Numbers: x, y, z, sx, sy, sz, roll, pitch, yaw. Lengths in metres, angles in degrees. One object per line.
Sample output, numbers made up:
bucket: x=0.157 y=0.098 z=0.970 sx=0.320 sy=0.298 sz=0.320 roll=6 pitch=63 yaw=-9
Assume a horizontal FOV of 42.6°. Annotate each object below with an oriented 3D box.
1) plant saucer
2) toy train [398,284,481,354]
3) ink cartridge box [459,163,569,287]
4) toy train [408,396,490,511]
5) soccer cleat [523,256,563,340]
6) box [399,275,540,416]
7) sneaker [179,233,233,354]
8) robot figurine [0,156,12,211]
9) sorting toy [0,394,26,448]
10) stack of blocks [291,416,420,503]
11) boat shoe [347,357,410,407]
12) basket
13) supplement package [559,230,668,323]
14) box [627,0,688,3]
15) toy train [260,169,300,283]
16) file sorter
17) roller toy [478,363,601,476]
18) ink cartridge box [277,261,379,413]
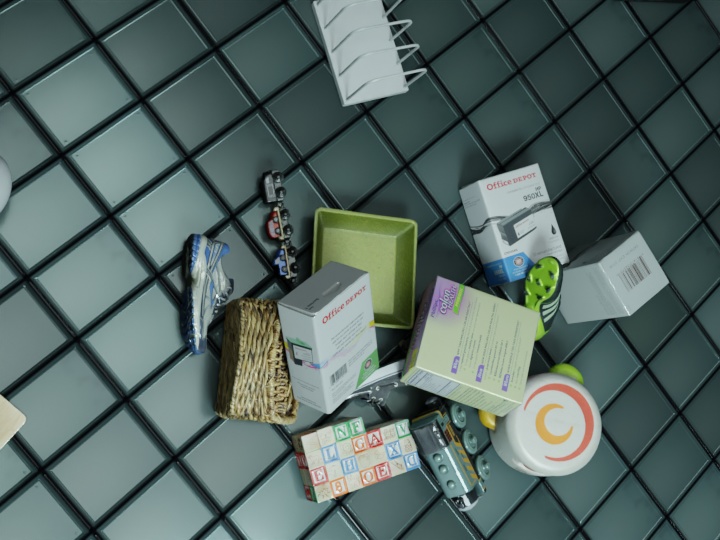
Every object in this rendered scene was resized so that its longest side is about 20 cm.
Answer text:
plant saucer: x=0.000 y=0.000 z=1.654 sx=0.199 sy=0.048 sz=0.201 roll=6 pitch=80 yaw=-21
toy train: x=0.144 y=0.092 z=1.700 sx=0.200 sy=0.046 sz=0.034 roll=-36 pitch=80 yaw=-24
ink cartridge box: x=0.292 y=-0.087 z=1.762 sx=0.144 sy=0.084 sz=0.201 roll=-17 pitch=89 yaw=-23
toy train: x=0.158 y=0.324 z=1.630 sx=0.201 sy=0.085 sz=0.114 roll=64 pitch=29 yaw=-4
soccer cleat: x=0.345 y=0.046 z=1.728 sx=0.081 sy=0.201 sz=0.067 roll=-27 pitch=52 yaw=-34
box: x=0.192 y=0.134 z=1.616 sx=0.199 sy=0.097 sz=0.177 roll=20 pitch=65 yaw=-7
sneaker: x=-0.249 y=0.040 z=1.537 sx=0.085 sy=0.077 sz=0.202 roll=6 pitch=81 yaw=-25
robot figurine: x=-0.628 y=-0.147 z=1.389 sx=0.199 sy=0.151 sz=0.125 roll=23 pitch=38 yaw=-16
sorting toy: x=-0.635 y=0.231 z=1.358 sx=0.199 sy=0.070 sz=0.200 roll=44 pitch=69 yaw=-11
stack of blocks: x=-0.007 y=0.313 z=1.599 sx=0.199 sy=0.059 sz=0.116 roll=-14 pitch=87 yaw=-23
boat shoe: x=0.033 y=0.206 z=1.631 sx=0.199 sy=0.070 sz=0.067 roll=-17 pitch=87 yaw=-30
basket: x=-0.148 y=0.149 z=1.522 sx=0.148 sy=0.143 sz=0.202 roll=9 pitch=79 yaw=-19
supplement package: x=0.456 y=0.016 z=1.749 sx=0.117 sy=0.200 sz=0.118 roll=-35 pitch=96 yaw=-22
box: x=0.639 y=-0.663 z=1.962 sx=0.199 sy=0.124 sz=0.150 roll=-4 pitch=82 yaw=-21
toy train: x=-0.143 y=-0.076 z=1.610 sx=0.045 sy=0.034 sz=0.202 roll=-10 pitch=85 yaw=-14
file sorter: x=0.020 y=-0.426 z=1.683 sx=0.138 sy=0.124 sz=0.201 roll=-17 pitch=88 yaw=-23
roller toy: x=0.332 y=0.284 z=1.695 sx=0.199 sy=0.140 sz=0.184 roll=-21 pitch=84 yaw=-15
ink cartridge box: x=-0.049 y=0.108 z=1.518 sx=0.145 sy=0.084 sz=0.201 roll=-39 pitch=134 yaw=-40
